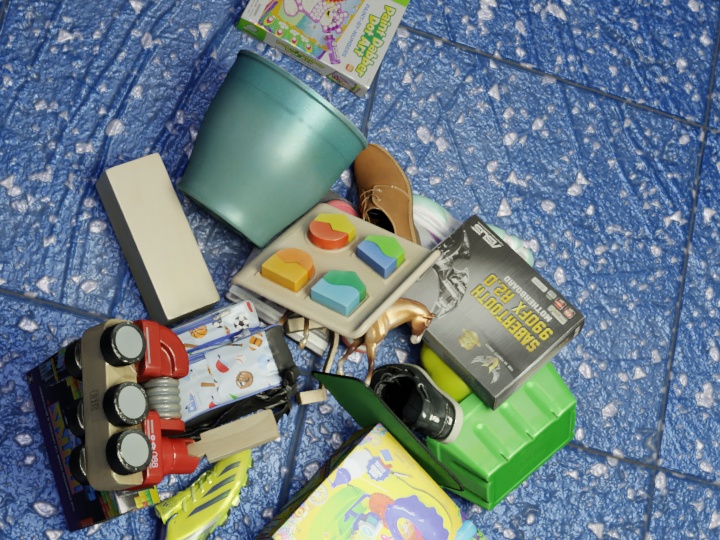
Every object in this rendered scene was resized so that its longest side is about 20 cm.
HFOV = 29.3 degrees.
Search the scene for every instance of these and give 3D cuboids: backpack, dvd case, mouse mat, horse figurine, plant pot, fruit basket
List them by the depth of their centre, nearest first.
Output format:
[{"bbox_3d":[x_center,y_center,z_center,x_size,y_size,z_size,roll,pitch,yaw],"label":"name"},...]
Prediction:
[{"bbox_3d":[-0.177,0.129,1.642,0.189,0.200,0.155,-27,79,-12],"label":"backpack"},{"bbox_3d":[0.031,0.193,1.674,0.008,0.161,0.200,-47,108,-17],"label":"mouse mat"},{"bbox_3d":[-0.022,0.056,1.685,0.199,0.050,0.133,34,98,14],"label":"horse figurine"},{"bbox_3d":[-0.123,-0.138,1.716,0.199,0.200,0.189,35,85,-6],"label":"plant pot"},{"bbox_3d":[0.151,0.169,1.756,0.213,0.156,0.218,-3,52,4],"label":"fruit basket"},{"bbox_3d":[-0.066,-0.010,1.788,0.148,0.016,0.201,32,72,-8],"label":"dvd case"}]

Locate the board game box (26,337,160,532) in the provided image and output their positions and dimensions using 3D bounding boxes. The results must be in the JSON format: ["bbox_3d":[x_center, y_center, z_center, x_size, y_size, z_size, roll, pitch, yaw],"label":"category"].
[{"bbox_3d":[-0.313,0.190,1.591,0.056,0.165,0.202,-12,80,-36],"label":"board game box"}]

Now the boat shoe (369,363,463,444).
[{"bbox_3d":[0.049,0.157,1.689,0.066,0.199,0.075,18,100,-30],"label":"boat shoe"}]

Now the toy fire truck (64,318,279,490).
[{"bbox_3d":[-0.205,0.148,1.511,0.199,0.128,0.178,10,68,-44],"label":"toy fire truck"}]

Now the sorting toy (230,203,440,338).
[{"bbox_3d":[-0.030,-0.009,1.657,0.198,0.037,0.185,21,44,28],"label":"sorting toy"}]

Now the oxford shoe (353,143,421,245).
[{"bbox_3d":[0.026,-0.089,1.775,0.071,0.071,0.202,29,36,-52],"label":"oxford shoe"}]

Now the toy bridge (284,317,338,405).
[{"bbox_3d":[-0.064,0.067,1.749,0.066,0.027,0.203,-7,82,-17],"label":"toy bridge"}]

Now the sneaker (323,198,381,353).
[{"bbox_3d":[0.000,0.000,1.751,0.073,0.087,0.202,-13,83,-20],"label":"sneaker"}]

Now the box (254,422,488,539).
[{"bbox_3d":[0.012,0.330,1.681,0.200,0.122,0.193,46,71,-2],"label":"box"}]

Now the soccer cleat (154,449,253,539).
[{"bbox_3d":[-0.200,0.287,1.659,0.083,0.065,0.201,33,72,-4],"label":"soccer cleat"}]

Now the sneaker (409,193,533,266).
[{"bbox_3d":[0.121,0.000,1.814,0.198,0.078,0.141,21,74,-1],"label":"sneaker"}]

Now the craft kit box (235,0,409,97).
[{"bbox_3d":[-0.040,-0.368,1.862,0.196,0.048,0.202,28,72,-11],"label":"craft kit box"}]

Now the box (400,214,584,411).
[{"bbox_3d":[0.154,0.050,1.713,0.158,0.048,0.200,-38,68,-16],"label":"box"}]

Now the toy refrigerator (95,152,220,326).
[{"bbox_3d":[-0.254,-0.035,1.714,0.075,0.070,0.202,-22,85,-26],"label":"toy refrigerator"}]
